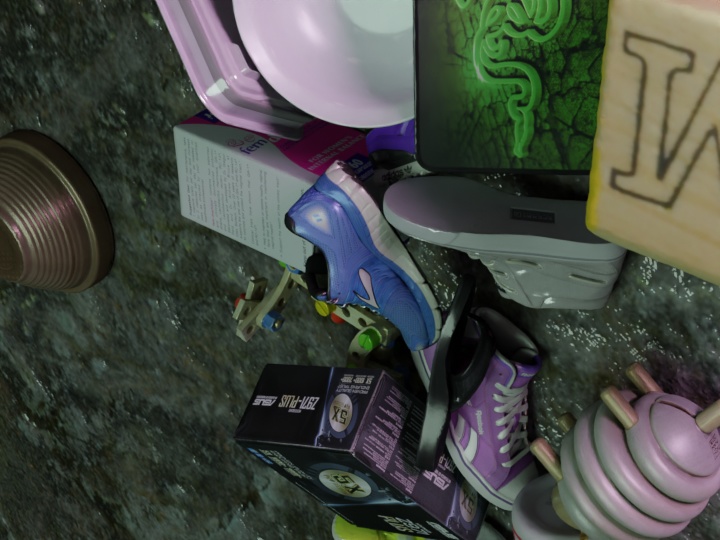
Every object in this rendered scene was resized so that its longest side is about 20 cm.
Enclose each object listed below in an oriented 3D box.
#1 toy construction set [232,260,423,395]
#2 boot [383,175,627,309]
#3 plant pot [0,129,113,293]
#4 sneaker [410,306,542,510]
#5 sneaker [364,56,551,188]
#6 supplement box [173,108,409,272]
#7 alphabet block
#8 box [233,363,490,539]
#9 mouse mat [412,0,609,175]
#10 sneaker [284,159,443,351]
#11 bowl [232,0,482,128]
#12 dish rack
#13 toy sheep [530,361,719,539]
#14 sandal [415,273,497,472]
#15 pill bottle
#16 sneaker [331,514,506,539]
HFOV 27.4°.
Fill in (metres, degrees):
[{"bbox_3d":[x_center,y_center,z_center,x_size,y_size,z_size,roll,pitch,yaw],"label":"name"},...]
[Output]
[{"bbox_3d":[-0.027,0.042,1.418,0.200,0.092,0.131,21,132,19],"label":"toy construction set"},{"bbox_3d":[0.114,-0.013,1.200,0.200,0.074,0.096,11,134,5],"label":"boot"},{"bbox_3d":[-0.385,-0.052,1.690,0.201,0.093,0.201,26,133,31],"label":"plant pot"},{"bbox_3d":[0.129,0.126,1.335,0.114,0.073,0.201,-20,103,46],"label":"sneaker"},{"bbox_3d":[0.074,-0.135,1.199,0.200,0.070,0.100,-15,90,42],"label":"sneaker"},{"bbox_3d":[-0.064,-0.078,1.348,0.200,0.101,0.103,23,132,31],"label":"supplement box"},{"bbox_3d":[0.279,-0.105,0.923,0.200,0.195,0.197,24,131,29],"label":"alphabet block"},{"bbox_3d":[0.008,0.176,1.410,0.164,0.086,0.200,0,148,44],"label":"box"},{"bbox_3d":[0.118,-0.165,1.098,0.161,0.008,0.200,1,113,8],"label":"mouse mat"},{"bbox_3d":[0.000,0.000,1.248,0.200,0.089,0.079,54,-177,-33],"label":"sneaker"},{"bbox_3d":[0.008,-0.220,1.159,0.201,0.090,0.201,8,116,16],"label":"bowl"},{"bbox_3d":[-0.107,-0.210,1.235,0.044,0.172,0.200,-29,75,21],"label":"dish rack"},{"bbox_3d":[0.229,0.157,1.216,0.138,0.138,0.200,49,134,4],"label":"toy sheep"},{"bbox_3d":[0.088,0.089,1.278,0.048,0.075,0.201,15,124,10],"label":"sandal"},{"bbox_3d":[0.201,0.291,1.355,0.109,0.109,0.200,16,127,37],"label":"pill bottle"},{"bbox_3d":[0.073,0.289,1.525,0.200,0.076,0.105,11,154,29],"label":"sneaker"}]
